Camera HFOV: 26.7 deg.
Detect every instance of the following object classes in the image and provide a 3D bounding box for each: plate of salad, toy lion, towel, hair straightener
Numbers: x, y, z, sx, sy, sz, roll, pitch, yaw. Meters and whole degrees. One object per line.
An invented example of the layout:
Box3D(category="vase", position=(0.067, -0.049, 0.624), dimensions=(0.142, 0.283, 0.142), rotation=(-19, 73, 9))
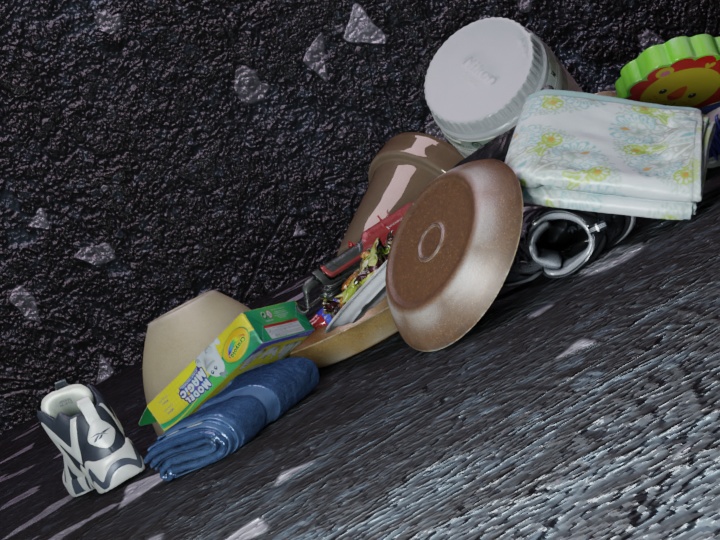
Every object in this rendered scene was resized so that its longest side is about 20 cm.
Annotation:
Box3D(category="plate of salad", position=(0.026, -0.009, 1.666), dimensions=(0.200, 0.048, 0.200), rotation=(-44, -4, -4))
Box3D(category="toy lion", position=(0.365, -0.200, 1.738), dimensions=(0.199, 0.069, 0.192), rotation=(7, -32, -38))
Box3D(category="towel", position=(0.248, -0.118, 1.508), dimensions=(0.198, 0.048, 0.172), rotation=(7, 34, 13))
Box3D(category="towel", position=(-0.128, 0.145, 1.553), dimensions=(0.111, 0.049, 0.200), rotation=(-24, 5, 32))
Box3D(category="hair straightener", position=(0.000, 0.000, 1.735), dimensions=(0.200, 0.041, 0.077), rotation=(-38, -27, -30))

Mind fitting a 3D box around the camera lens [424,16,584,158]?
Box3D(category="camera lens", position=(0.185, -0.186, 1.810), dimensions=(0.159, 0.161, 0.200), rotation=(-26, -38, 21))

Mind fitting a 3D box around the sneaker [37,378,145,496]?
Box3D(category="sneaker", position=(-0.318, 0.184, 1.729), dimensions=(0.079, 0.130, 0.199), rotation=(-27, 4, -18))

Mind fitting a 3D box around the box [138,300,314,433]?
Box3D(category="box", position=(-0.154, 0.117, 1.705), dimensions=(0.200, 0.049, 0.117), rotation=(-42, -14, 26))

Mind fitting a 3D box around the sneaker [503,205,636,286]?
Box3D(category="sneaker", position=(0.173, -0.026, 1.526), dimensions=(0.199, 0.076, 0.114), rotation=(-22, 3, 29))

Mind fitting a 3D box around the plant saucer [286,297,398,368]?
Box3D(category="plant saucer", position=(0.001, 0.067, 1.782), dimensions=(0.199, 0.036, 0.200), rotation=(-27, 4, 2))

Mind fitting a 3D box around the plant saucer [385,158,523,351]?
Box3D(category="plant saucer", position=(0.080, -0.022, 1.471), dimensions=(0.200, 0.036, 0.202), rotation=(-41, 37, 40))

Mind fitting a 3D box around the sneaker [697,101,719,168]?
Box3D(category="sneaker", position=(0.383, -0.148, 1.662), dimensions=(0.198, 0.081, 0.115), rotation=(-26, 2, -2))

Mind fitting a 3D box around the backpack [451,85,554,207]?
Box3D(category="backpack", position=(0.192, -0.087, 1.680), dimensions=(0.126, 0.168, 0.199), rotation=(24, -36, -37))

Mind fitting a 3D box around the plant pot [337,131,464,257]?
Box3D(category="plant pot", position=(0.063, -0.045, 1.941), dimensions=(0.175, 0.200, 0.200), rotation=(-50, 14, -26))

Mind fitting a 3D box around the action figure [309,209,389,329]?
Box3D(category="action figure", position=(-0.010, -0.001, 1.809), dimensions=(0.199, 0.100, 0.065), rotation=(-25, 5, -12))

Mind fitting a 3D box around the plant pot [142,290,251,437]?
Box3D(category="plant pot", position=(-0.196, 0.105, 1.912), dimensions=(0.199, 0.135, 0.200), rotation=(-28, 4, 2))
